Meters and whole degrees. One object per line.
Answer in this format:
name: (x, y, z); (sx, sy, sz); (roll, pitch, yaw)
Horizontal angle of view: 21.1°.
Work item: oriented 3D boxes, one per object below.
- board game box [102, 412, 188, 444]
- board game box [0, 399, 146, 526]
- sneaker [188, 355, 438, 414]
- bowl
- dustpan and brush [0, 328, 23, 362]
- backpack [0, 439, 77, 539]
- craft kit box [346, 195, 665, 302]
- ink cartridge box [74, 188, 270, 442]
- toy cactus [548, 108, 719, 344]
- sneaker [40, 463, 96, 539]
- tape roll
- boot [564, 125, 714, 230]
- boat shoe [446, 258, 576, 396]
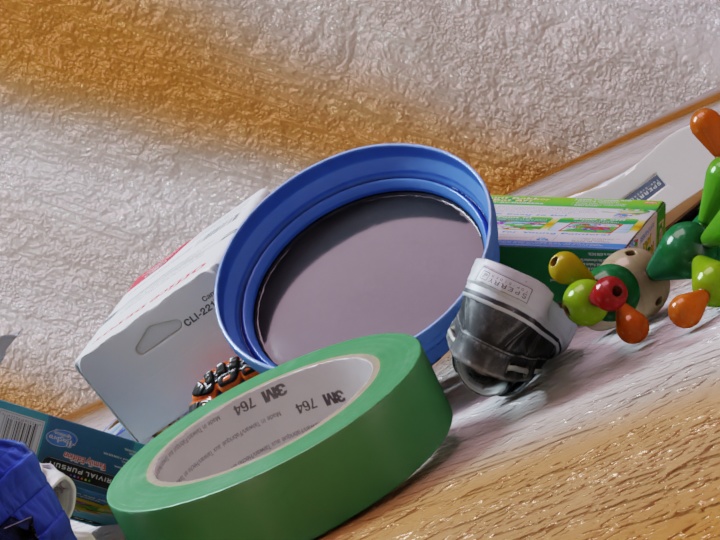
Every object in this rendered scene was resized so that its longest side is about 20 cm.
board game box: (-0.158, 0.111, 1.689); (0.200, 0.041, 0.199); (-44, 5, -32)
board game box: (-0.231, 0.146, 1.434); (0.151, 0.047, 0.200); (20, -17, -20)
sneaker: (-0.024, 0.076, 1.400); (0.200, 0.075, 0.078); (-22, -29, 16)
bowl: (0.000, 0.000, 1.295); (0.200, 0.039, 0.201); (-15, 45, 15)
dustpan and brush: (-0.330, 0.114, 1.381); (0.200, 0.057, 0.140); (-59, 15, -17)
backpack: (-0.239, 0.158, 1.050); (0.162, 0.168, 0.200); (-19, 1, 12)
craft kit box: (0.111, -0.019, 1.419); (0.200, 0.049, 0.198); (3, 15, 17)
ink cartridge box: (-0.123, 0.032, 1.511); (0.144, 0.084, 0.200); (-35, 10, 17)
toy cactus: (0.175, -0.009, 1.159); (0.200, 0.102, 0.165); (-39, -1, -33)
sneaker: (-0.246, 0.154, 1.278); (0.100, 0.075, 0.200); (-33, 49, -21)
tape roll: (-0.046, 0.104, 1.109); (0.200, 0.048, 0.200); (-24, 13, 6)
boot: (0.212, -0.037, 1.551); (0.200, 0.073, 0.090); (-31, -20, 1)
boat shoe: (0.080, 0.039, 1.160); (0.071, 0.072, 0.200); (-61, -15, -2)
